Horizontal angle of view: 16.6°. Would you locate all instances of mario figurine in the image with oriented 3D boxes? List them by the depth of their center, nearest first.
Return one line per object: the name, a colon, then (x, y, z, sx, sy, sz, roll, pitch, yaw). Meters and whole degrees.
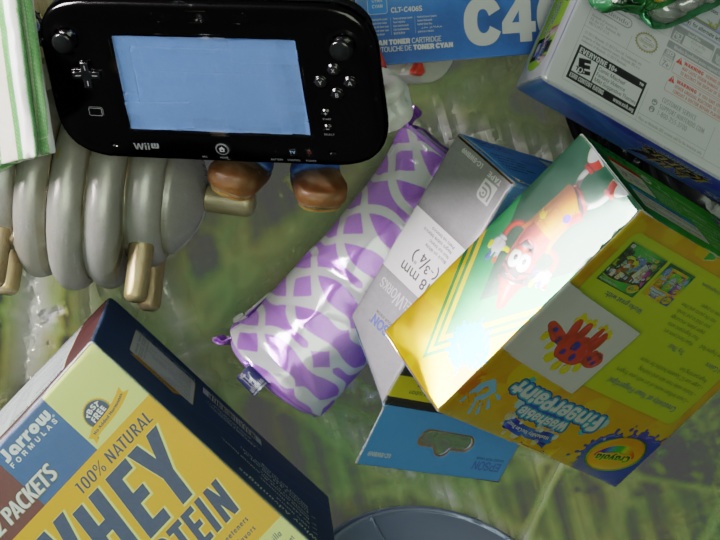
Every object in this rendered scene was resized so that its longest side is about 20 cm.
mario figurine: (-0.040, -0.131, 1.419, 0.123, 0.106, 0.200, -8, 116, -33)

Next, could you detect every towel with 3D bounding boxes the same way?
towel: (-0.254, -0.123, 1.472, 0.023, 0.200, 0.153, -7, 88, -42)

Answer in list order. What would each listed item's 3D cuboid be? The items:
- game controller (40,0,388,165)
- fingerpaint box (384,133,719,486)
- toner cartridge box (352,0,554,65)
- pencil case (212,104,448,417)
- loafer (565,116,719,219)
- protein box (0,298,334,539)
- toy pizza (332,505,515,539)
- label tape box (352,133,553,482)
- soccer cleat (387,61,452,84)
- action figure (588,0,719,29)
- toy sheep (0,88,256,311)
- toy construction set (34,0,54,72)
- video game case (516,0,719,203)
game controller: (-0.082, -0.108, 1.390, 0.200, 0.042, 0.104, 3, 118, 17)
fingerpaint box: (0.140, 0.028, 1.452, 0.167, 0.200, 0.073, -46, 52, 16)
toner cartridge box: (0.079, -0.178, 1.514, 0.200, 0.043, 0.095, -7, 96, -23)
pencil case: (0.000, 0.000, 1.549, 0.085, 0.084, 0.200, 43, 92, 17)
loafer: (0.204, -0.060, 1.561, 0.201, 0.068, 0.070, 49, 60, -4)
protein box: (-0.130, 0.141, 1.495, 0.199, 0.200, 0.135, 43, 93, -6)
toy pizza: (0.046, 0.239, 1.550, 0.200, 0.032, 0.200, 9, 52, -12)
label tape box: (0.073, 0.026, 1.517, 0.144, 0.063, 0.200, 13, 113, -47)
soccer cleat: (-0.028, -0.179, 1.535, 0.200, 0.078, 0.069, 29, 82, -25)
action figure: (0.218, -0.202, 1.469, 0.200, 0.055, 0.118, -31, 100, -17)
toy sheep: (-0.163, -0.047, 1.508, 0.200, 0.138, 0.138, 7, 96, 2)
toy construction set: (-0.169, -0.187, 1.487, 0.131, 0.092, 0.200, -14, 72, -22)
video game case: (0.218, -0.147, 1.514, 0.200, 0.045, 0.182, 28, 77, -17)
